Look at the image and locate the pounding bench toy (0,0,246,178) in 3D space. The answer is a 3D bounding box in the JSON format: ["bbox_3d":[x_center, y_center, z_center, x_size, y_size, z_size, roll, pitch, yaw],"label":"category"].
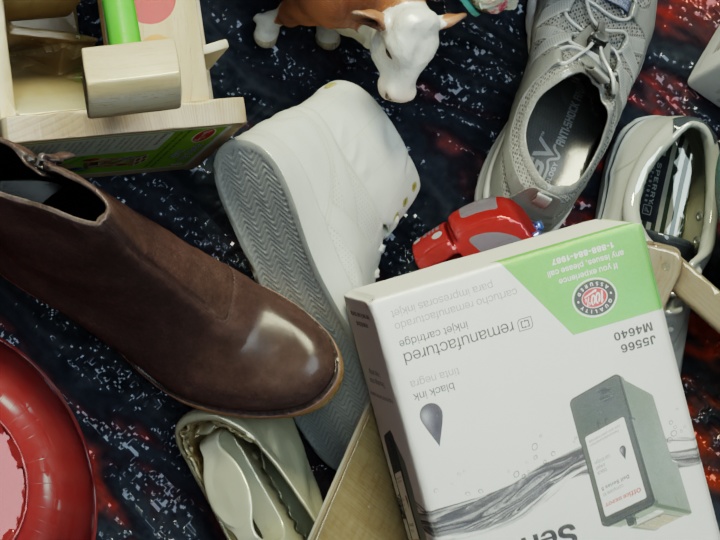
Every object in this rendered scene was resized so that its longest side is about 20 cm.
[{"bbox_3d":[-0.131,-0.140,1.396,0.124,0.200,0.157,-6,83,-16],"label":"pounding bench toy"}]

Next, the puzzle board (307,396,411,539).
[{"bbox_3d":[0.044,0.181,1.446,0.200,0.017,0.151,40,59,-30],"label":"puzzle board"}]

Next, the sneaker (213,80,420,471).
[{"bbox_3d":[0.000,0.000,1.476,0.116,0.073,0.201,-38,119,-45],"label":"sneaker"}]

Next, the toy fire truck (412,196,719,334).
[{"bbox_3d":[0.135,0.032,1.468,0.141,0.049,0.200,-34,96,9],"label":"toy fire truck"}]

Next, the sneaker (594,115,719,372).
[{"bbox_3d":[0.154,0.009,1.519,0.073,0.071,0.201,9,81,-14],"label":"sneaker"}]

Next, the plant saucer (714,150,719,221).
[{"bbox_3d":[0.248,0.011,1.505,0.027,0.200,0.200,-33,91,20],"label":"plant saucer"}]

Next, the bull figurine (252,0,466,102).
[{"bbox_3d":[-0.028,-0.171,1.466,0.065,0.121,0.200,-31,89,-34],"label":"bull figurine"}]

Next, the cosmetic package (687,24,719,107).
[{"bbox_3d":[0.296,-0.088,1.560,0.200,0.101,0.071,34,73,-9],"label":"cosmetic package"}]

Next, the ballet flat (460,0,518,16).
[{"bbox_3d":[0.024,-0.220,1.435,0.064,0.076,0.200,-40,102,13],"label":"ballet flat"}]

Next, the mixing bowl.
[{"bbox_3d":[-0.220,0.113,1.380,0.199,0.108,0.201,2,81,-14],"label":"mixing bowl"}]

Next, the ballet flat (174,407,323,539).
[{"bbox_3d":[-0.038,0.152,1.440,0.069,0.069,0.200,-25,82,-18],"label":"ballet flat"}]

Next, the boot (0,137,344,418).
[{"bbox_3d":[-0.109,0.005,1.368,0.199,0.166,0.073,24,78,14],"label":"boot"}]

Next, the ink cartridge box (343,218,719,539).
[{"bbox_3d":[0.090,0.089,1.396,0.145,0.084,0.201,-16,95,-9],"label":"ink cartridge box"}]

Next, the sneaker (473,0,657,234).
[{"bbox_3d":[0.127,-0.110,1.525,0.074,0.082,0.201,19,77,-12],"label":"sneaker"}]
